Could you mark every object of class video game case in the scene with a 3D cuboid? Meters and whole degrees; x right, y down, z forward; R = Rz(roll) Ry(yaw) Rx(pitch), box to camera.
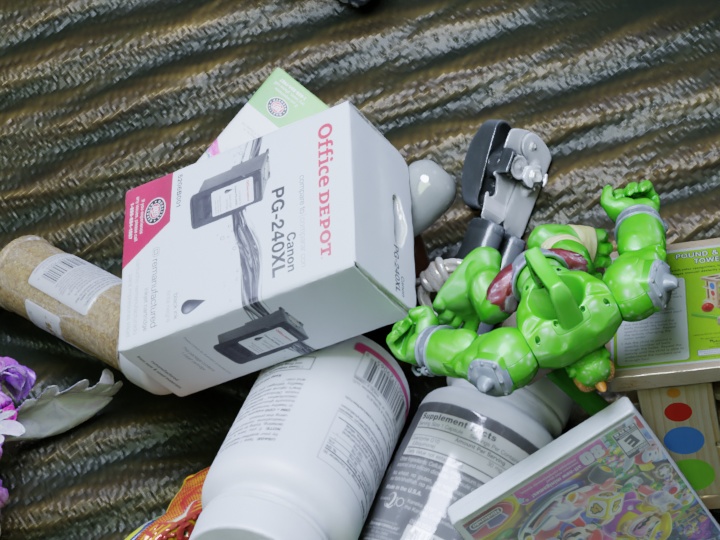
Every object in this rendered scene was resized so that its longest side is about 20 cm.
[{"bbox_3d":[0.168,0.188,1.100,0.143,0.200,0.018,-33,34,9],"label":"video game case"}]

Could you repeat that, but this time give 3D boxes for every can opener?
[{"bbox_3d":[0.097,-0.019,1.256,0.066,0.052,0.201,5,72,50],"label":"can opener"}]

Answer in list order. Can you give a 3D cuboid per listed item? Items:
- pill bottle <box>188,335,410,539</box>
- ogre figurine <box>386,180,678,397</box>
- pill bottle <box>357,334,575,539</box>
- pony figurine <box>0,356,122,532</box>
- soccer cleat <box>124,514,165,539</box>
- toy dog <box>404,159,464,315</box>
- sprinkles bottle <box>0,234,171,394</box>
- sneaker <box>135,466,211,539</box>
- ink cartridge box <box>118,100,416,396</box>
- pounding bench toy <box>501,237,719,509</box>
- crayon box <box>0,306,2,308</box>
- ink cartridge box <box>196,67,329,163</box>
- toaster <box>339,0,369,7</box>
[{"bbox_3d":[-0.044,0.141,1.123,0.112,0.114,0.200,7,38,17],"label":"pill bottle"},{"bbox_3d":[0.119,0.020,1.039,0.198,0.099,0.120,-12,26,-9],"label":"ogre figurine"},{"bbox_3d":[0.076,0.156,1.160,0.112,0.113,0.201,21,68,19],"label":"pill bottle"},{"bbox_3d":[-0.311,0.117,1.279,0.193,0.166,0.201,-41,76,33],"label":"pony figurine"},{"bbox_3d":[-0.201,0.251,1.236,0.200,0.084,0.065,-36,68,3],"label":"soccer cleat"},{"bbox_3d":[0.000,0.000,1.229,0.199,0.096,0.133,-26,99,13],"label":"toy dog"},{"bbox_3d":[-0.212,0.032,1.281,0.199,0.068,0.069,24,82,38],"label":"sprinkles bottle"},{"bbox_3d":[-0.111,0.185,1.185,0.077,0.200,0.074,6,103,28],"label":"sneaker"},{"bbox_3d":[-0.068,-0.015,1.147,0.199,0.083,0.146,-20,52,24],"label":"ink cartridge box"},{"bbox_3d":[0.208,0.083,1.127,0.198,0.157,0.125,-7,40,14],"label":"pounding bench toy"},{"bbox_3d":[-0.405,0.026,1.331,0.199,0.127,0.051,-25,63,8],"label":"crayon box"},{"bbox_3d":[-0.082,-0.046,1.296,0.117,0.067,0.200,40,87,20],"label":"ink cartridge box"},{"bbox_3d":[-0.049,-0.317,1.341,0.199,0.114,0.130,23,78,22],"label":"toaster"}]
